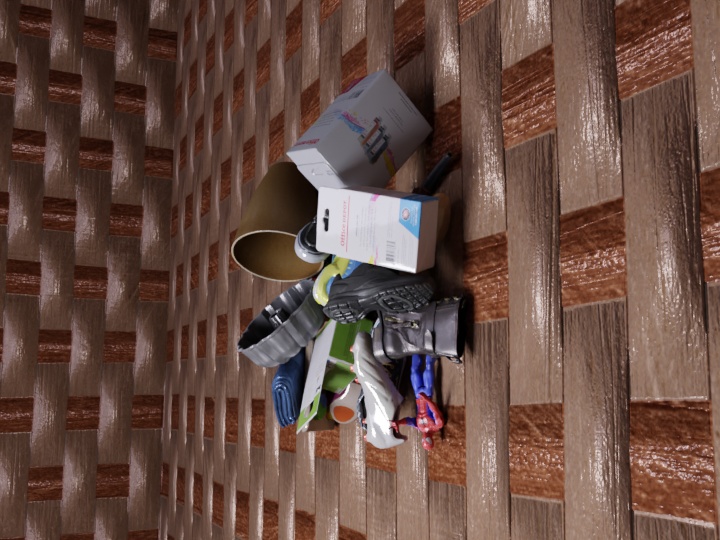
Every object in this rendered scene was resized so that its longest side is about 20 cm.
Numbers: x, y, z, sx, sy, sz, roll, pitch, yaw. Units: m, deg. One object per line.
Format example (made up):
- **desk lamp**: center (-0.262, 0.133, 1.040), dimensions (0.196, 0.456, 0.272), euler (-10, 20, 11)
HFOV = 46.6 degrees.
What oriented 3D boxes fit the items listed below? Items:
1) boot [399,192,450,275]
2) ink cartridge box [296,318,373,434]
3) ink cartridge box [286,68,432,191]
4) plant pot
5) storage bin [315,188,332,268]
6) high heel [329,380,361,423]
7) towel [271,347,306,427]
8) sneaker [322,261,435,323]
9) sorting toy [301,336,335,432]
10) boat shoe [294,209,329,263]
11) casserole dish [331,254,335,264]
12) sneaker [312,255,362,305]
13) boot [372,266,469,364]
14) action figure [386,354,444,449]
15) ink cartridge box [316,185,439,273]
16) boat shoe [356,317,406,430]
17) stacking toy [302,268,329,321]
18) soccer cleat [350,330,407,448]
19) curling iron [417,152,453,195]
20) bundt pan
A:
- **boot**: center (0.077, -0.076, 1.458), dimensions (0.144, 0.070, 0.204), euler (43, 135, 36)
- **ink cartridge box**: center (-0.049, 0.197, 1.541), dimensions (0.148, 0.074, 0.203), euler (128, 157, -59)
- **ink cartridge box**: center (-0.003, -0.230, 1.499), dimensions (0.201, 0.145, 0.145), euler (-48, 22, -14)
- **plant pot**: center (-0.155, -0.112, 1.689), dimensions (0.186, 0.183, 0.203), euler (134, 147, -54)
- **storage bin**: center (-0.068, -0.079, 1.781), dimensions (0.201, 0.092, 0.137), euler (122, 143, -46)
- **high heel**: center (-0.010, 0.225, 1.682), dimensions (0.097, 0.066, 0.201), euler (-70, 3, -45)
- **towel**: center (-0.130, 0.206, 1.663), dimensions (0.201, 0.048, 0.114), euler (-66, -27, -57)
- **sneaker**: center (0.029, 0.024, 1.369), dimensions (0.196, 0.076, 0.092), euler (-9, 55, 23)
- **sorting toy**: center (-0.075, 0.233, 1.714), dimensions (0.200, 0.036, 0.189), euler (31, -120, -73)
- **boat shoe**: center (-0.063, -0.087, 1.572), dimensions (0.071, 0.071, 0.200), euler (-61, -4, 37)
- **casserole dish**: center (0.000, 0.000, 1.611), dimensions (0.119, 0.039, 0.203), euler (-11, 57, 31)
- **sneaker**: center (-0.001, -0.010, 1.558), dimensions (0.202, 0.104, 0.076), euler (-60, -21, -12)
- **boot**: center (0.104, 0.062, 1.386), dimensions (0.172, 0.069, 0.204), euler (-12, 70, 35)
- **action figure**: center (0.091, 0.195, 1.390), dimensions (0.064, 0.098, 0.204), euler (-16, 72, 35)
- **ink cartridge box**: center (0.026, -0.075, 1.380), dimensions (0.197, 0.067, 0.118), euler (13, 107, 31)
- **boat shoe**: center (0.039, 0.185, 1.499), dimensions (0.091, 0.069, 0.204), euler (-33, -51, -68)
- **stacking toy**: center (-0.023, 0.049, 1.679), dimensions (0.198, 0.114, 0.112), euler (-2, 87, 54)
- **soccer cleat**: center (0.035, 0.201, 1.426), dimensions (0.076, 0.069, 0.204), euler (-9, 92, 24)
- **curling iron**: center (0.109, -0.143, 1.468), dimensions (0.200, 0.049, 0.026), euler (-44, 59, 51)
- **bundt pan**: center (-0.143, 0.111, 1.624), dimensions (0.201, 0.076, 0.202), euler (-36, 16, 12)
